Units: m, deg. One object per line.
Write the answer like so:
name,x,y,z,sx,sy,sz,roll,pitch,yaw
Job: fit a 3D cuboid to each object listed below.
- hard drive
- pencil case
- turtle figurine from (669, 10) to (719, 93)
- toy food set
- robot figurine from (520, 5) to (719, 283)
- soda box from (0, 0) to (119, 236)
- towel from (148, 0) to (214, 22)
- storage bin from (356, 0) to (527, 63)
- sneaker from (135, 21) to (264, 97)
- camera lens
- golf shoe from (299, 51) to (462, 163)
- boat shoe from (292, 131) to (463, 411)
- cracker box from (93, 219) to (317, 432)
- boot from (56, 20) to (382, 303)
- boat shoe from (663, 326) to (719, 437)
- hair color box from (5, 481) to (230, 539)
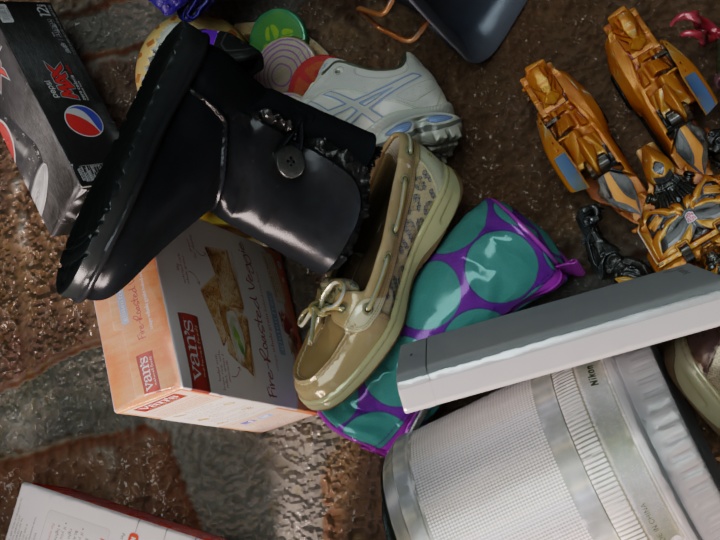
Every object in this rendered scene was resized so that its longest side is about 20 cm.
hard drive,0.121,0.039,0.782,0.199,0.132,0.027,-16,94,5
pencil case,0.059,0.043,0.896,0.200,0.085,0.092,-49,53,5
turtle figurine,0.285,-0.137,0.834,0.101,0.149,0.200,-46,26,23
toy food set,-0.095,-0.112,1.007,0.197,0.049,0.201,3,79,21
robot figurine,0.200,-0.077,0.881,0.145,0.058,0.201,-32,69,10
soda box,-0.257,-0.128,1.051,0.071,0.063,0.201,-49,62,39
towel,-0.090,-0.284,1.001,0.050,0.148,0.200,41,101,-15
storage bin,0.028,-0.251,0.921,0.134,0.200,0.146,32,91,34
sneaker,-0.122,-0.087,0.948,0.099,0.070,0.201,11,83,20
camera lens,0.124,0.148,0.807,0.199,0.160,0.161,-27,71,13
golf shoe,-0.027,-0.106,0.931,0.199,0.078,0.098,-14,71,-23
boat shoe,0.000,0.000,0.873,0.073,0.063,0.201,0,58,52
cracker box,-0.109,0.038,0.896,0.057,0.200,0.135,-20,72,20
boot,-0.080,-0.039,0.800,0.076,0.168,0.201,-24,40,57
boat shoe,0.279,0.102,0.780,0.200,0.072,0.072,49,119,6
hair color box,-0.175,0.240,0.954,0.199,0.064,0.112,12,82,24
